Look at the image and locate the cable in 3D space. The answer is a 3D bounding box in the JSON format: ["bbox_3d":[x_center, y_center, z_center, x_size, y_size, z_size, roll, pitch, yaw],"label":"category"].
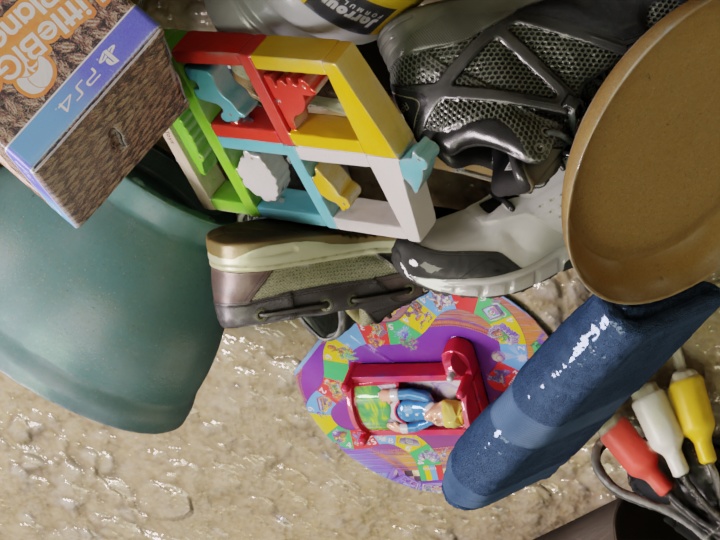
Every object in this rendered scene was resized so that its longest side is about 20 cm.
[{"bbox_3d":[0.214,0.152,1.181,0.097,0.050,0.200,-35,72,15],"label":"cable"}]

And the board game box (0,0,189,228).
[{"bbox_3d":[-0.201,-0.134,0.979,0.200,0.097,0.159,40,173,6],"label":"board game box"}]

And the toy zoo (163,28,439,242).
[{"bbox_3d":[-0.038,-0.077,1.045,0.200,0.020,0.131,9,140,39],"label":"toy zoo"}]

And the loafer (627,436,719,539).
[{"bbox_3d":[0.268,0.169,1.221,0.199,0.063,0.072,23,129,2],"label":"loafer"}]

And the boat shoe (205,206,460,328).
[{"bbox_3d":[0.000,0.000,1.130,0.200,0.072,0.066,-4,108,-26],"label":"boat shoe"}]

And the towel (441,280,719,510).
[{"bbox_3d":[0.128,0.069,1.134,0.049,0.111,0.200,53,132,18],"label":"towel"}]

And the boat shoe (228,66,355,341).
[{"bbox_3d":[-0.044,-0.046,1.164,0.072,0.071,0.200,-18,115,32],"label":"boat shoe"}]

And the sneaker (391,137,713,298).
[{"bbox_3d":[0.109,-0.040,1.080,0.199,0.074,0.080,-15,117,-16],"label":"sneaker"}]

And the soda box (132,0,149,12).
[{"bbox_3d":[-0.155,-0.184,1.087,0.068,0.064,0.200,23,122,2],"label":"soda box"}]

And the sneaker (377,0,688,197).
[{"bbox_3d":[0.118,-0.104,1.009,0.199,0.076,0.115,-16,80,-2],"label":"sneaker"}]

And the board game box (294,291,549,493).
[{"bbox_3d":[0.041,0.088,1.257,0.158,0.039,0.200,33,130,-6],"label":"board game box"}]

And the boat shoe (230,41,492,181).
[{"bbox_3d":[0.016,-0.089,1.111,0.199,0.072,0.076,16,131,7],"label":"boat shoe"}]

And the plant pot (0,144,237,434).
[{"bbox_3d":[-0.160,-0.010,1.177,0.200,0.200,0.134,33,103,-7],"label":"plant pot"}]

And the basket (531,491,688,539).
[{"bbox_3d":[0.145,0.248,1.287,0.180,0.136,0.200,32,127,-23],"label":"basket"}]

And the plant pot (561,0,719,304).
[{"bbox_3d":[0.181,-0.073,1.011,0.027,0.200,0.201,42,142,38],"label":"plant pot"}]

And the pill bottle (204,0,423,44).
[{"bbox_3d":[0.004,-0.193,1.008,0.112,0.112,0.200,41,129,-13],"label":"pill bottle"}]
